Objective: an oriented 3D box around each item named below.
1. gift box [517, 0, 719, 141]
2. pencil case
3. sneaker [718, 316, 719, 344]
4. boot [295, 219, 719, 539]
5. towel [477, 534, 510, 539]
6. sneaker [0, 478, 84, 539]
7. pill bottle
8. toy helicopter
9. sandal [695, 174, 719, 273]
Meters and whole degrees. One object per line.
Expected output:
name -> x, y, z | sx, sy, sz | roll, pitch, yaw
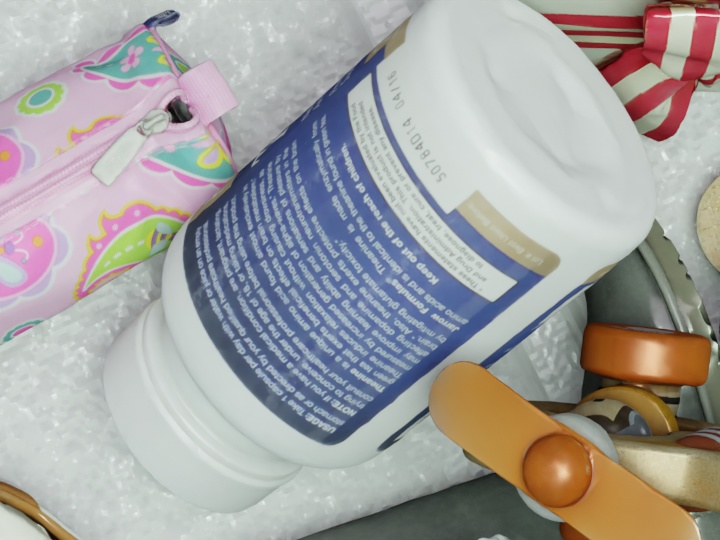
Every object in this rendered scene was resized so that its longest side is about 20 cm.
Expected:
gift box -> 0.134, -0.156, 0.973 | 0.198, 0.185, 0.188 | 1, 78, -1
pencil case -> -0.138, -0.017, 0.973 | 0.199, 0.087, 0.088 | -29, 84, -9
sneaker -> 0.236, 0.016, 0.924 | 0.199, 0.116, 0.075 | -25, 121, -4
boot -> 0.047, 0.086, 0.988 | 0.199, 0.073, 0.183 | -17, 83, -2
towel -> 0.015, 0.207, 0.849 | 0.171, 0.048, 0.201 | -30, 59, 19
sneaker -> -0.094, 0.160, 0.948 | 0.073, 0.085, 0.200 | -41, 88, -12
pill bottle -> 0.000, 0.000, 0.929 | 0.200, 0.111, 0.111 | -40, 85, 30
toy helicopter -> 0.111, 0.065, 0.857 | 0.132, 0.199, 0.080 | 6, 93, -42
sandal -> 0.223, -0.051, 0.984 | 0.211, 0.070, 0.078 | -25, 75, 13
